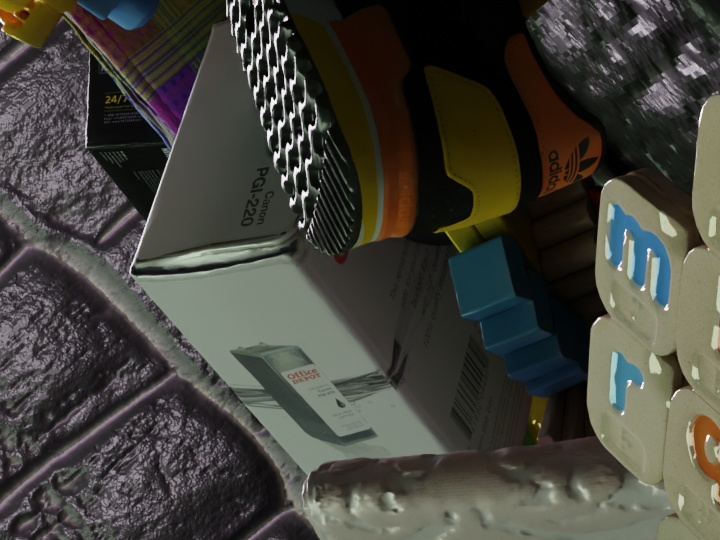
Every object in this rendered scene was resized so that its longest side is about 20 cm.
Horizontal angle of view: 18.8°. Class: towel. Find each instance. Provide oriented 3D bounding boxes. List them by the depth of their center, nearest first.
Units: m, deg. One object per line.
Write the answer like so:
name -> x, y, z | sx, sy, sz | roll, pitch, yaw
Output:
towel -> 0.102, 0.108, 0.775 | 0.191, 0.199, 0.032 | 58, -150, -54
towel -> -0.068, -0.102, 1.023 | 0.200, 0.023, 0.144 | 49, -142, -9

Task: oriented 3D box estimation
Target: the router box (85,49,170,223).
router box -> -0.096, -0.103, 1.151 | 0.200, 0.051, 0.150 | 62, -154, -72

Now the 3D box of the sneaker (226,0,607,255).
sneaker -> 0.009, -0.092, 0.622 | 0.070, 0.090, 0.200 | 99, 160, -53

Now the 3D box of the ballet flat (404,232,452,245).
ballet flat -> 0.010, -0.070, 0.815 | 0.200, 0.073, 0.073 | 55, 173, -37

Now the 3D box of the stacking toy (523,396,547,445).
stacking toy -> 0.096, 0.060, 1.023 | 0.085, 0.085, 0.200 | 50, 173, -20

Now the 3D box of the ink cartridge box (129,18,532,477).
ink cartridge box -> 0.000, 0.000, 0.939 | 0.085, 0.146, 0.200 | -8, 139, 28

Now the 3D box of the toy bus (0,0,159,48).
toy bus -> -0.150, -0.172, 0.891 | 0.192, 0.136, 0.200 | 32, -174, -30

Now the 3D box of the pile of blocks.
pile of blocks -> 0.090, 0.019, 0.761 | 0.200, 0.062, 0.082 | 49, -145, -24

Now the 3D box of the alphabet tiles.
alphabet tiles -> 0.125, 0.057, 0.582 | 0.200, 0.015, 0.196 | 45, 145, 46
